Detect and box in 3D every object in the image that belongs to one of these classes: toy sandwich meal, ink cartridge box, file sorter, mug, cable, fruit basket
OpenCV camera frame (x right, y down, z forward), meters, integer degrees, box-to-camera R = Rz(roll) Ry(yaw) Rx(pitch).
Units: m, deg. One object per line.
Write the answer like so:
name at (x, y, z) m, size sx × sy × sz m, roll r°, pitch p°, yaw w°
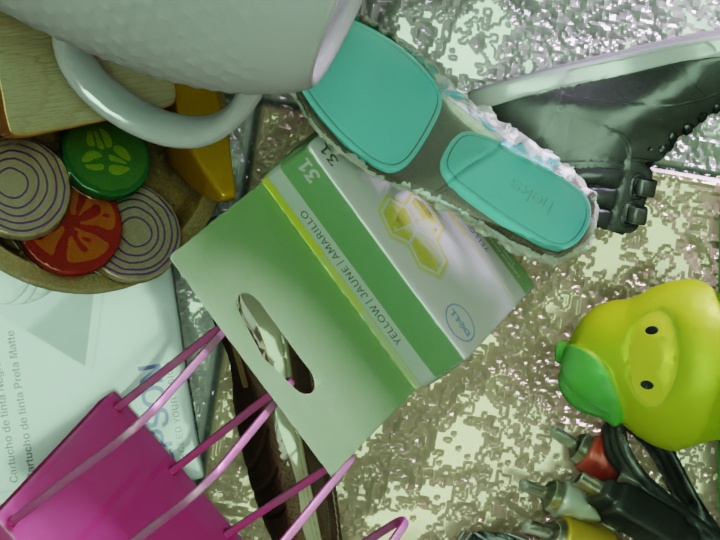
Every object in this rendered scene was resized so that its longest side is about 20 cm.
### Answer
toy sandwich meal at (-0.145, -0.090, 1.426) m, size 0.204 × 0.070 × 0.207 m, roll 6°, pitch 78°, yaw -28°
ink cartridge box at (0.000, 0.000, 1.438) m, size 0.048 × 0.200 × 0.146 m, roll -34°, pitch 95°, yaw 33°
file sorter at (-0.062, 0.146, 1.397) m, size 0.125 × 0.139 × 0.200 m, roll -36°, pitch 97°, yaw 34°
mug at (-0.090, -0.146, 1.327) m, size 0.175 × 0.148 × 0.201 m, roll 25°, pitch 131°, yaw 5°
ink cartridge box at (-0.198, 0.032, 1.494) m, size 0.199 × 0.041 × 0.201 m, roll -9°, pitch 92°, yaw -4°
cable at (0.181, 0.153, 1.533) m, size 0.200 × 0.050 × 0.097 m, roll 34°, pitch 55°, yaw -19°
fruit basket at (0.218, 0.050, 1.469) m, size 0.214 × 0.155 × 0.217 m, roll 1°, pitch 88°, yaw -27°

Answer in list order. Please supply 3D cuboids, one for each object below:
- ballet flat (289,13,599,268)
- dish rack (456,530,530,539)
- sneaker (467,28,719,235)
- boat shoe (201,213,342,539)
ballet flat at (0.037, -0.067, 1.441) m, size 0.200 × 0.072 × 0.072 m, roll 37°, pitch 89°, yaw -8°
dish rack at (0.069, 0.251, 1.515) m, size 0.153 × 0.055 × 0.201 m, roll 33°, pitch 87°, yaw -6°
sneaker at (0.166, -0.076, 1.506) m, size 0.199 × 0.071 × 0.100 m, roll -13°, pitch 94°, yaw 2°
boat shoe at (-0.030, 0.062, 1.493) m, size 0.074 × 0.075 × 0.204 m, roll -15°, pitch 98°, yaw -18°
